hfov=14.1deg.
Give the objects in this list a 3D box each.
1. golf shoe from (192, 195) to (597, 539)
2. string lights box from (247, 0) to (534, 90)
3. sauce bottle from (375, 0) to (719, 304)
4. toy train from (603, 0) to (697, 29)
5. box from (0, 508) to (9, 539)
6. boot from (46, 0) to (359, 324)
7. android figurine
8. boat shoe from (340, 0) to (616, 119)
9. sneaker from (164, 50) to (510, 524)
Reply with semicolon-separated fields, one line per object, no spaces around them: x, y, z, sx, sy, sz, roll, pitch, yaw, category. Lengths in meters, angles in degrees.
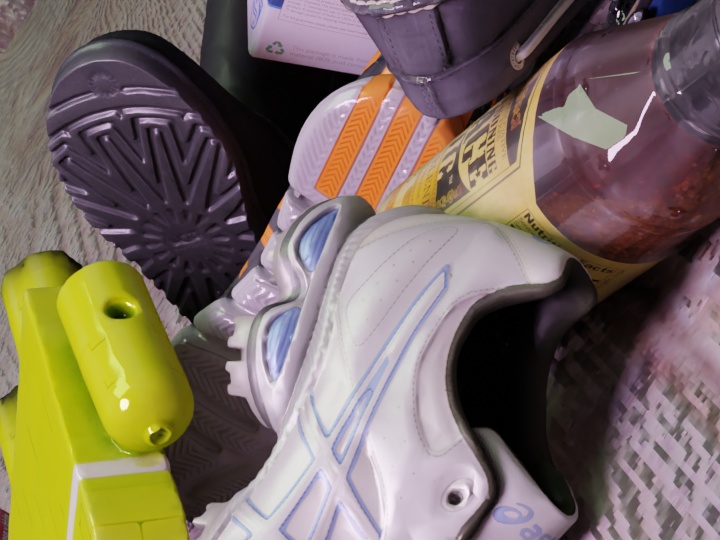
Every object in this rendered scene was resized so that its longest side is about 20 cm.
0.007;0.077;0.763;0.097;0.078;0.201;1;75;36;golf shoe
0.035;-0.151;0.979;0.200;0.102;0.059;113;160;-45;string lights box
0.067;-0.030;0.802;0.200;0.066;0.066;-39;23;52;sauce bottle
0.118;-0.112;0.876;0.200;0.034;0.046;-60;24;-11;toy train
-0.196;0.166;1.244;0.100;0.095;0.200;-54;14;11;box
-0.046;-0.086;1.083;0.065;0.165;0.200;-7;46;22;boot
-0.086;0.090;0.972;0.200;0.041;0.182;-116;27;-47;android figurine
0.051;-0.103;0.851;0.072;0.063;0.200;-8;20;30;boat shoe
0.000;0.000;0.988;0.200;0.077;0.112;-57;-3;32;sneaker
